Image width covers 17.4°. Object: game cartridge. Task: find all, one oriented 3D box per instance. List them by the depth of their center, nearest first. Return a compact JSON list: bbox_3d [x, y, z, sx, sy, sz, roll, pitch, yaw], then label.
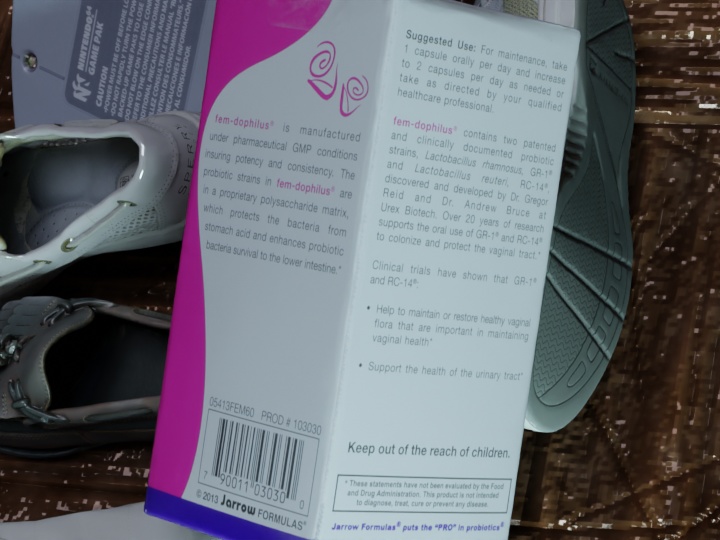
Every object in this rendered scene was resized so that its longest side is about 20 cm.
[{"bbox_3d":[-0.088,-0.130,1.005,0.133,0.040,0.201,25,114,24],"label":"game cartridge"}]

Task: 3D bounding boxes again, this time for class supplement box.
[{"bbox_3d":[0.000,0.000,0.861,0.101,0.103,0.202,12,95,47],"label":"supplement box"}]

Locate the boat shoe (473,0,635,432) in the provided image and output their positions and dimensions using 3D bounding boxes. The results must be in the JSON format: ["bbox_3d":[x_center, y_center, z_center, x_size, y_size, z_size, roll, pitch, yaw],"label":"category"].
[{"bbox_3d":[0.067,-0.030,0.938,0.064,0.074,0.203,-9,63,31],"label":"boat shoe"}]

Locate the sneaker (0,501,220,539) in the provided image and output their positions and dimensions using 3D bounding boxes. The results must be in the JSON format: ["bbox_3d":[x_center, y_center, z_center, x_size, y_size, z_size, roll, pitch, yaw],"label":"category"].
[{"bbox_3d":[-0.097,0.127,0.932,0.199,0.073,0.085,4,31,31],"label":"sneaker"}]

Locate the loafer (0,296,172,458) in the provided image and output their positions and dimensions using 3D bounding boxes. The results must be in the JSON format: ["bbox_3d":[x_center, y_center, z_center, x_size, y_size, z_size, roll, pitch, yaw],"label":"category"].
[{"bbox_3d":[-0.104,0.038,0.971,0.198,0.063,0.072,4,65,23],"label":"loafer"}]

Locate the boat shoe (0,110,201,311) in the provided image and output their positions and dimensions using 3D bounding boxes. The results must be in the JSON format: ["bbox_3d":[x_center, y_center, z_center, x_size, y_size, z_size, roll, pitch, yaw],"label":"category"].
[{"bbox_3d":[-0.150,-0.029,0.997,0.199,0.069,0.071,-19,74,31],"label":"boat shoe"}]
